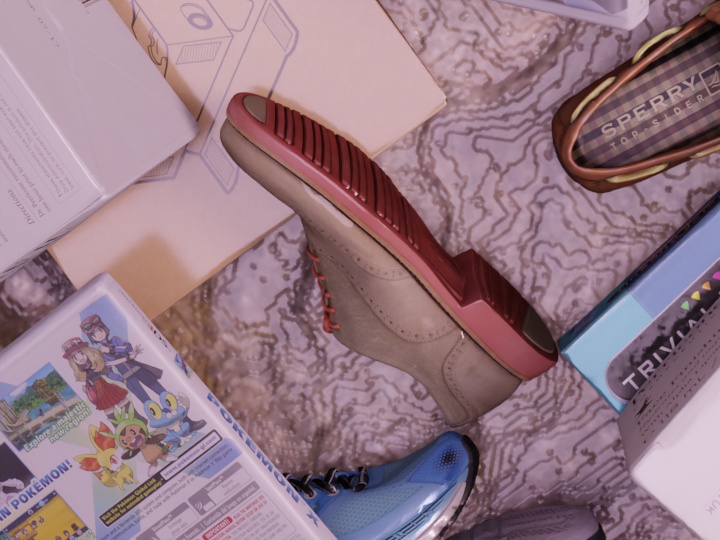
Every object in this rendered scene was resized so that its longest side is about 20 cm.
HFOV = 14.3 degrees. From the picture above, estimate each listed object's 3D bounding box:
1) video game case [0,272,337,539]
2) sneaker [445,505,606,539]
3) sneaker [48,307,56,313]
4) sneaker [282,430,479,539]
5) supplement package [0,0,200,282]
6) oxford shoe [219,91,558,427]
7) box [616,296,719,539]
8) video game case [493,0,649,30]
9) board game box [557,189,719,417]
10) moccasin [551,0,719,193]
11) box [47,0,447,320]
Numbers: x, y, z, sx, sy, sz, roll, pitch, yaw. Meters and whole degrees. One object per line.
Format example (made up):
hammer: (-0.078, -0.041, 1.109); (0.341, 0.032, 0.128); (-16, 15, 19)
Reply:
video game case: (-0.133, 0.127, 1.317); (0.200, 0.022, 0.182); (-37, 101, 16)
sneaker: (0.048, 0.196, 1.371); (0.199, 0.078, 0.112); (-30, 98, 16)
sneaker: (-0.193, 0.097, 1.364); (0.090, 0.078, 0.201); (31, 97, 1)
sneaker: (-0.038, 0.119, 1.359); (0.199, 0.078, 0.090); (-25, 91, 5)
supplement package: (-0.219, -0.071, 1.291); (0.200, 0.147, 0.192); (-34, 93, 19)
oxford shoe: (0.000, 0.000, 1.335); (0.200, 0.071, 0.075); (42, 109, -13)
box: (0.249, 0.069, 1.264); (0.200, 0.131, 0.199); (40, 96, -2)
video game case: (0.033, -0.207, 1.244); (0.199, 0.023, 0.183); (15, 127, 27)
board game box: (0.215, 0.057, 1.354); (0.151, 0.047, 0.200); (-44, 93, 6)
moccasin: (0.179, -0.101, 1.322); (0.201, 0.078, 0.074); (-24, 95, 5)
box: (-0.084, -0.088, 1.365); (0.200, 0.021, 0.164); (-36, 93, 7)
